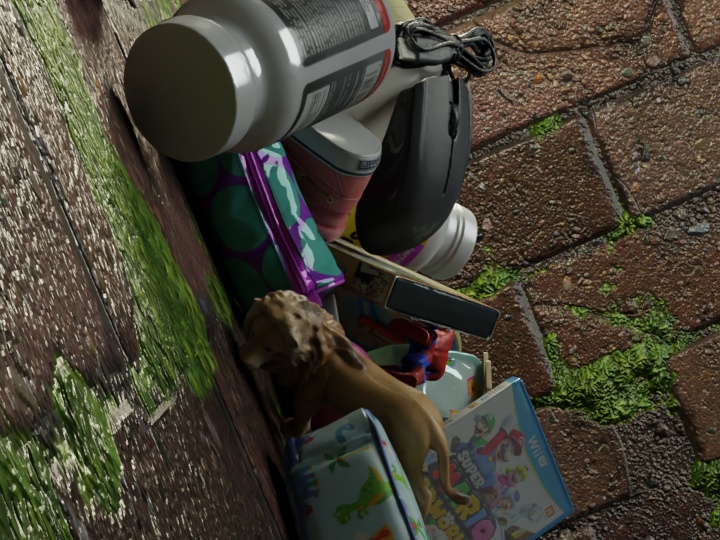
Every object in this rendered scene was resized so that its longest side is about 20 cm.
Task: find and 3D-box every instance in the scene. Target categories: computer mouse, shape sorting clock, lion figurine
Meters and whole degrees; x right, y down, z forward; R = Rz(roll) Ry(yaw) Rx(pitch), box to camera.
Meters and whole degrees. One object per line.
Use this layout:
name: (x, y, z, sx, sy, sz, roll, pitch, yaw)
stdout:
computer mouse: (0.054, -0.099, 1.446, 0.053, 0.201, 0.138, 28, 18, 34)
shape sorting clock: (0.009, 0.047, 1.791, 0.039, 0.199, 0.201, -61, 142, -35)
lion figurine: (0.002, 0.092, 1.273, 0.073, 0.199, 0.123, -60, 173, -39)

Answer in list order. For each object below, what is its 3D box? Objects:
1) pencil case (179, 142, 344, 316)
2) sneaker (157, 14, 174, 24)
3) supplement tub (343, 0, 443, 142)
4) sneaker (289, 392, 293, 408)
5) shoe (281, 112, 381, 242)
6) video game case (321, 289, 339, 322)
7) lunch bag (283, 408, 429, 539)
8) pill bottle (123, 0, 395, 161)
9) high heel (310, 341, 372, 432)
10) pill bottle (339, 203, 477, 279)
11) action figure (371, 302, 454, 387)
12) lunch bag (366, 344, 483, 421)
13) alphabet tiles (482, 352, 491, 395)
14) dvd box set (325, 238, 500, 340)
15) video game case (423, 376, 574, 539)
pencil case: (-0.085, -0.061, 1.371, 0.201, 0.085, 0.092, 66, -18, -4)
sneaker: (-0.124, -0.140, 1.555, 0.200, 0.077, 0.082, 44, 24, -57)
supplement tub: (-0.029, -0.201, 1.522, 0.201, 0.144, 0.144, 58, 0, 14)
sneaker: (-0.045, 0.071, 1.478, 0.076, 0.070, 0.200, 55, -3, -8)
shoe: (-0.075, -0.110, 1.441, 0.200, 0.091, 0.071, 39, 33, 22)
video game case: (-0.033, 0.067, 1.684, 0.182, 0.023, 0.201, -110, -170, -62)
lunch bag: (0.017, 0.207, 1.175, 0.201, 0.082, 0.161, -111, 176, -48)
pill bottle: (-0.070, -0.149, 1.263, 0.200, 0.115, 0.117, -31, 100, -53)
high heel: (0.005, 0.156, 1.362, 0.096, 0.067, 0.201, -128, -146, -59)
pill bottle: (0.012, -0.059, 1.653, 0.199, 0.104, 0.105, 24, 29, -32)
action figure: (0.026, 0.059, 1.518, 0.200, 0.098, 0.066, 6, 100, -77)
lunch bag: (0.057, 0.161, 1.682, 0.200, 0.121, 0.172, 59, 32, -77)
alphabet tiles: (0.119, 0.185, 1.713, 0.201, 0.006, 0.167, 89, 2, -52)
dvd box set: (0.000, 0.000, 1.486, 0.199, 0.030, 0.146, 25, 5, 40)
video game case: (0.088, 0.205, 1.582, 0.018, 0.199, 0.144, 12, -50, 61)
